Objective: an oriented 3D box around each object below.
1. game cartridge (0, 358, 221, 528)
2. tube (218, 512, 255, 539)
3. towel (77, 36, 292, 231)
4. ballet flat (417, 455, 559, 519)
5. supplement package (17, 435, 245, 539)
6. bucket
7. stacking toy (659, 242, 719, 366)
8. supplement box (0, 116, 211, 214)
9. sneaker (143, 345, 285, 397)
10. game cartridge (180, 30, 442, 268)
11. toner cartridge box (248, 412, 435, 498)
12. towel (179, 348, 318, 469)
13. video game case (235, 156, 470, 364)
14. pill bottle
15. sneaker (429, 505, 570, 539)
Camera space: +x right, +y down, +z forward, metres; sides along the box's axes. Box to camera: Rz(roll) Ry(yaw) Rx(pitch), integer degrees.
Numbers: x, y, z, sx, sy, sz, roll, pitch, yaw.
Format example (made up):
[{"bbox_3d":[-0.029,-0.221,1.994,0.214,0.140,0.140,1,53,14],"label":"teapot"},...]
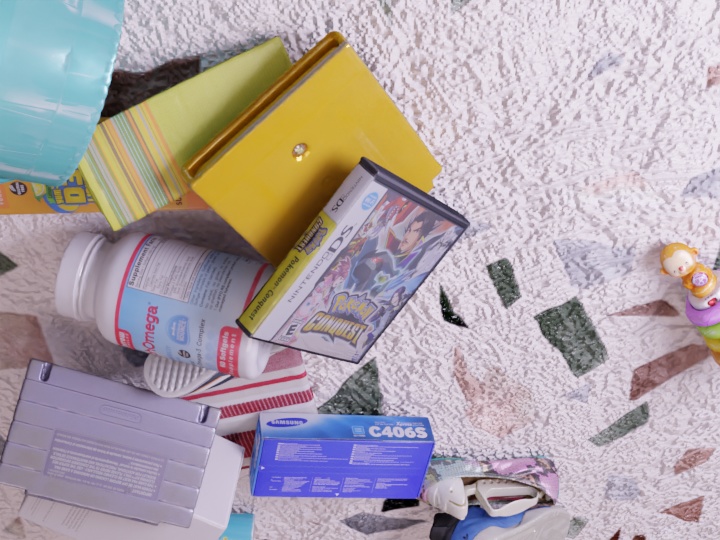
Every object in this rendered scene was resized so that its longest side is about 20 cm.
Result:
[{"bbox_3d":[-0.251,0.176,1.146,0.198,0.038,0.131,18,85,-15],"label":"game cartridge"},{"bbox_3d":[-0.230,0.322,1.413,0.198,0.051,0.078,2,121,-2],"label":"tube"},{"bbox_3d":[-0.138,-0.115,0.954,0.199,0.018,0.087,-29,111,-11],"label":"towel"},{"bbox_3d":[0.142,0.263,1.369,0.198,0.072,0.070,-2,133,-3],"label":"ballet flat"},{"bbox_3d":[-0.246,0.229,1.246,0.199,0.120,0.121,27,126,-14],"label":"supplement package"},{"bbox_3d":[-0.266,-0.163,0.836,0.134,0.208,0.208,15,131,-28],"label":"bucket"},{"bbox_3d":[0.377,0.037,1.172,0.200,0.110,0.116,40,122,-21],"label":"stacking toy"},{"bbox_3d":[-0.230,-0.092,1.004,0.198,0.069,0.067,-1,132,-2],"label":"supplement box"},{"bbox_3d":[-0.123,0.062,1.157,0.199,0.079,0.079,-26,175,1],"label":"sneaker"},{"bbox_3d":[-0.035,-0.085,0.996,0.176,0.032,0.200,-41,140,2],"label":"game cartridge"},{"bbox_3d":[-0.022,0.211,1.299,0.198,0.043,0.096,4,125,-14],"label":"toner cartridge box"},{"bbox_3d":[-0.122,0.152,1.276,0.143,0.023,0.201,-10,135,2],"label":"towel"},{"bbox_3d":[0.000,0.000,1.038,0.181,0.025,0.200,-52,151,10],"label":"video game case"},{"bbox_3d":[-0.177,0.027,1.070,0.198,0.109,0.109,14,133,6],"label":"pill bottle"},{"bbox_3d":[0.170,0.320,1.433,0.199,0.111,0.077,-7,111,-44],"label":"sneaker"}]
